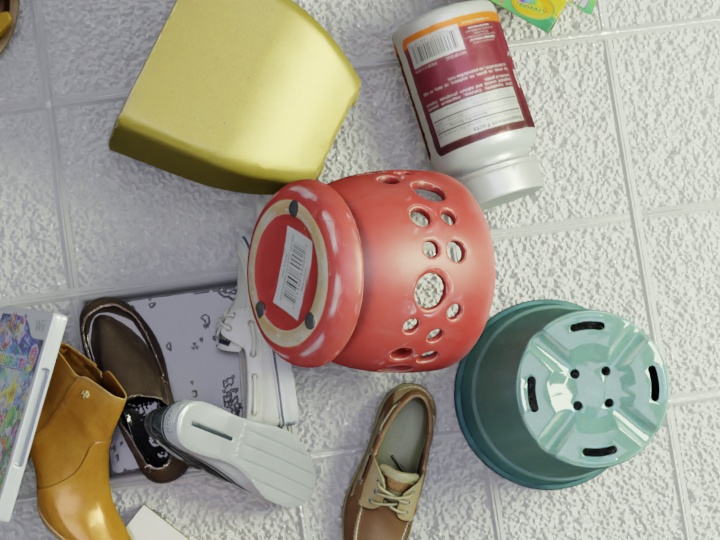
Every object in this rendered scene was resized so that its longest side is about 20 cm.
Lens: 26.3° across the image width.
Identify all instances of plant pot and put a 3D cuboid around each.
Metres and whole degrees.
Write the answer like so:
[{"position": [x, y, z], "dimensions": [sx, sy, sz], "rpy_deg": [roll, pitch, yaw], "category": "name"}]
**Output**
[{"position": [0.207, 0.119, 1.526], "dimensions": [0.200, 0.196, 0.201], "rpy_deg": [1, 83, -6], "category": "plant pot"}, {"position": [0.000, 0.000, 1.488], "dimensions": [0.182, 0.200, 0.201], "rpy_deg": [1, 83, -34], "category": "plant pot"}, {"position": [-0.117, -0.173, 1.535], "dimensions": [0.200, 0.195, 0.194], "rpy_deg": [27, 82, -10], "category": "plant pot"}]

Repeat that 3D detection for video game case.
[{"position": [-0.344, 0.135, 1.502], "dimensions": [0.018, 0.143, 0.200], "rpy_deg": [19, 82, -30], "category": "video game case"}]

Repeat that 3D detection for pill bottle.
[{"position": [0.114, -0.166, 1.587], "dimensions": [0.114, 0.114, 0.200], "rpy_deg": [-17, 86, -7], "category": "pill bottle"}]

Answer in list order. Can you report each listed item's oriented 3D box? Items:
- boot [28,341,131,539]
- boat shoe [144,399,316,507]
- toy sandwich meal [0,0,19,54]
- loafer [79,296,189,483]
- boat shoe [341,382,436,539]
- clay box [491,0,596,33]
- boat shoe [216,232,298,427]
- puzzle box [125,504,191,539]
[{"position": [-0.264, 0.179, 1.502], "dimensions": [0.201, 0.071, 0.144], "rpy_deg": [45, 113, 14], "category": "boot"}, {"position": [-0.127, 0.175, 1.533], "dimensions": [0.200, 0.071, 0.072], "rpy_deg": [36, 68, -36], "category": "boat shoe"}, {"position": [-0.436, -0.282, 1.567], "dimensions": [0.205, 0.070, 0.205], "rpy_deg": [1, 84, -6], "category": "toy sandwich meal"}, {"position": [-0.222, 0.117, 1.546], "dimensions": [0.073, 0.071, 0.200], "rpy_deg": [-26, 87, -8], "category": "loafer"}, {"position": [0.029, 0.210, 1.559], "dimensions": [0.076, 0.074, 0.200], "rpy_deg": [13, 85, -4], "category": "boat shoe"}, {"position": [0.151, -0.317, 1.606], "dimensions": [0.200, 0.115, 0.048], "rpy_deg": [31, 121, -2], "category": "clay box"}, {"position": [-0.113, 0.063, 1.567], "dimensions": [0.070, 0.071, 0.200], "rpy_deg": [-10, 92, -9], "category": "boat shoe"}, {"position": [-0.181, 0.348, 1.550], "dimensions": [0.200, 0.025, 0.133], "rpy_deg": [39, 81, -1], "category": "puzzle box"}]
